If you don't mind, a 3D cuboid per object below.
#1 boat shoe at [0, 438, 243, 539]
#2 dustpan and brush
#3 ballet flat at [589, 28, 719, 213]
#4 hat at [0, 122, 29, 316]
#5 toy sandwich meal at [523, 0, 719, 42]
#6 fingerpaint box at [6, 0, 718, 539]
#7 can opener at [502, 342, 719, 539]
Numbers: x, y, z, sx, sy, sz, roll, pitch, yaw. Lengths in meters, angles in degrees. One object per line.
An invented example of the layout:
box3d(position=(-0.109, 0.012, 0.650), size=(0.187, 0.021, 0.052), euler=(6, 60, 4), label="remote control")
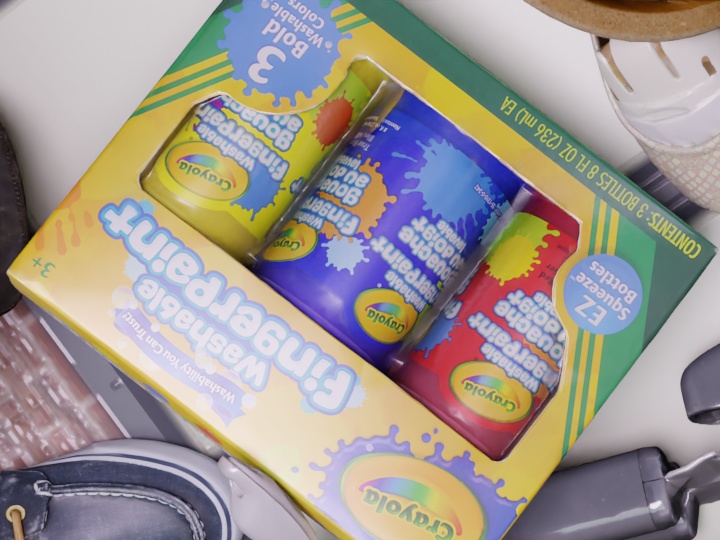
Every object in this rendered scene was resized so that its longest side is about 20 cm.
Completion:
box3d(position=(-0.149, 0.119, 1.068), size=(0.200, 0.091, 0.071), euler=(-8, 102, 13), label="boat shoe")
box3d(position=(-0.007, 0.133, 0.987), size=(0.057, 0.140, 0.200), euler=(-50, 132, -3), label="dustpan and brush")
box3d(position=(0.098, -0.104, 0.975), size=(0.067, 0.062, 0.200), euler=(-18, 98, 35), label="ballet flat")
box3d(position=(-0.177, -0.031, 1.034), size=(0.081, 0.201, 0.201), euler=(-26, 99, -24), label="hat")
box3d(position=(0.109, -0.171, 0.911), size=(0.205, 0.070, 0.205), euler=(1, 87, -27), label="toy sandwich meal")
box3d(position=(0.000, 0.000, 0.986), size=(0.200, 0.073, 0.167), euler=(38, 83, 1), label="fingerpaint box")
box3d(position=(0.105, 0.073, 1.034), size=(0.200, 0.053, 0.067), euler=(-16, 67, 16), label="can opener")
